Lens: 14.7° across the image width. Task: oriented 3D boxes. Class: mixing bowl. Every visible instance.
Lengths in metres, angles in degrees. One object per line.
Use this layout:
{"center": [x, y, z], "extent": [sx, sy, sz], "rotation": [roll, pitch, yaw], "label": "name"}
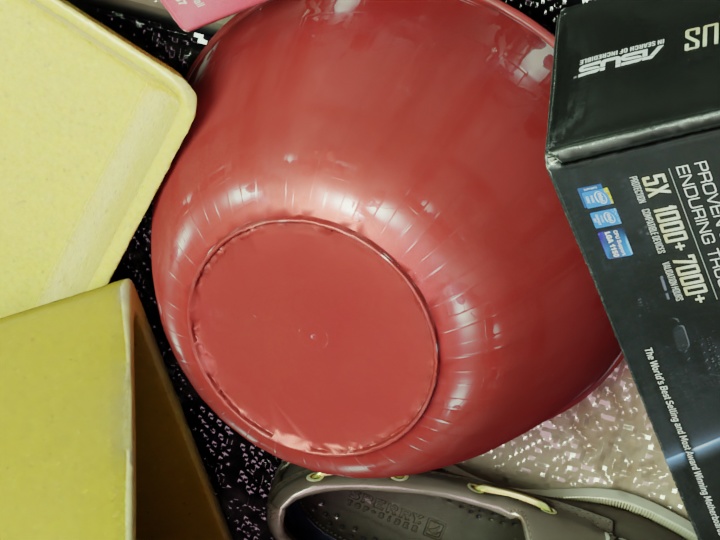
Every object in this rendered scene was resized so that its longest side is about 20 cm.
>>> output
{"center": [0.000, 0.000, 1.026], "extent": [0.200, 0.108, 0.201], "rotation": [9, 119, 17], "label": "mixing bowl"}

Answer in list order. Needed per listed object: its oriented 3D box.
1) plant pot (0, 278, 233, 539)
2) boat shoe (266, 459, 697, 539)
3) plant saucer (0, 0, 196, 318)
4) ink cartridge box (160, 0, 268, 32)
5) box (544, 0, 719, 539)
{"center": [-0.156, 0.149, 1.035], "extent": [0.200, 0.196, 0.194], "rotation": [-9, 138, 6], "label": "plant pot"}
{"center": [0.059, 0.116, 1.105], "extent": [0.200, 0.060, 0.072], "rotation": [20, 110, 2], "label": "boat shoe"}
{"center": [-0.174, -0.052, 1.070], "extent": [0.200, 0.048, 0.200], "rotation": [33, 122, 3], "label": "plant saucer"}
{"center": [-0.007, -0.186, 0.968], "extent": [0.200, 0.083, 0.147], "rotation": [-20, 139, 14], "label": "ink cartridge box"}
{"center": [0.171, -0.007, 0.963], "extent": [0.163, 0.086, 0.200], "rotation": [-12, 127, 17], "label": "box"}
